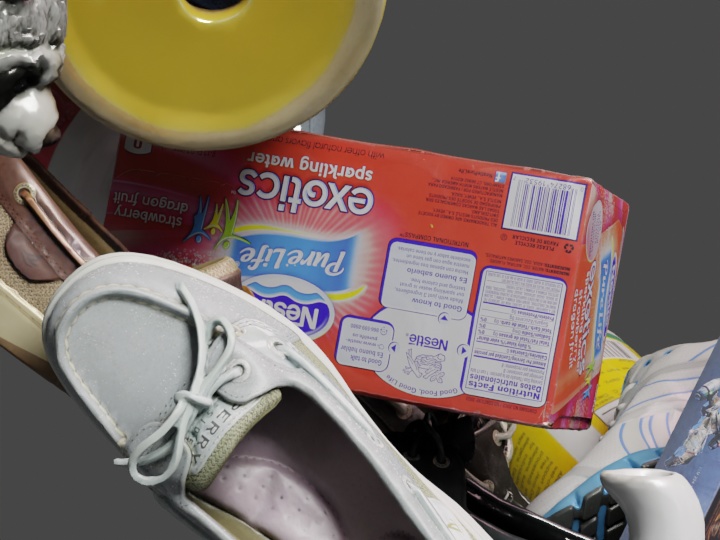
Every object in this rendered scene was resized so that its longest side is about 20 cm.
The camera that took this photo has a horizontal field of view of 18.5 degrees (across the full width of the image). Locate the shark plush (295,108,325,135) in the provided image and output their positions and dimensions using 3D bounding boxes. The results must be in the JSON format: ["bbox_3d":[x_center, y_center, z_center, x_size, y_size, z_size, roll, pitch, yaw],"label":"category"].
[{"bbox_3d":[-0.046,-0.030,1.118,0.091,0.083,0.200,33,40,-30],"label":"shark plush"}]

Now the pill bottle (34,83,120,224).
[{"bbox_3d":[-0.167,-0.110,1.076,0.200,0.111,0.111,40,7,23],"label":"pill bottle"}]

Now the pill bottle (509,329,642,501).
[{"bbox_3d":[0.141,0.117,1.124,0.113,0.113,0.200,32,8,-37],"label":"pill bottle"}]

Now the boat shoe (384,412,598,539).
[{"bbox_3d":[0.035,0.093,0.923,0.199,0.066,0.075,36,8,-6],"label":"boat shoe"}]

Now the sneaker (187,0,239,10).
[{"bbox_3d":[-0.098,-0.159,0.992,0.200,0.089,0.079,27,19,-20],"label":"sneaker"}]

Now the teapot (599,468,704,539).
[{"bbox_3d":[0.146,0.174,0.606,0.200,0.146,0.197,33,8,-39],"label":"teapot"}]

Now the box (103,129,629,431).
[{"bbox_3d":[0.000,0.000,0.904,0.200,0.100,0.095,10,-2,16],"label":"box"}]

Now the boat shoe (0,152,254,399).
[{"bbox_3d":[-0.067,0.026,0.820,0.200,0.072,0.072,37,6,-3],"label":"boat shoe"}]

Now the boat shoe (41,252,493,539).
[{"bbox_3d":[-0.025,0.070,0.754,0.202,0.074,0.065,44,2,-2],"label":"boat shoe"}]

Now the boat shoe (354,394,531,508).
[{"bbox_3d":[0.039,0.087,1.005,0.200,0.064,0.071,35,7,-25],"label":"boat shoe"}]

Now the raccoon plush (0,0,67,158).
[{"bbox_3d":[-0.187,-0.088,0.698,0.200,0.134,0.097,34,8,-27],"label":"raccoon plush"}]

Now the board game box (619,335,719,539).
[{"bbox_3d":[0.181,0.089,0.958,0.035,0.200,0.135,18,-15,42],"label":"board game box"}]

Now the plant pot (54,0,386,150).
[{"bbox_3d":[-0.065,-0.143,0.850,0.201,0.201,0.189,34,20,-26],"label":"plant pot"}]

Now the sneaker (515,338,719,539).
[{"bbox_3d":[0.140,0.081,1.030,0.087,0.200,0.075,36,-38,42],"label":"sneaker"}]
